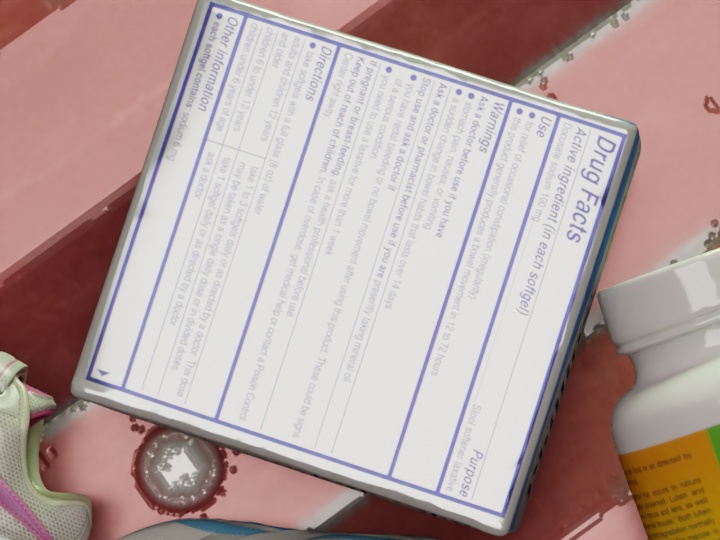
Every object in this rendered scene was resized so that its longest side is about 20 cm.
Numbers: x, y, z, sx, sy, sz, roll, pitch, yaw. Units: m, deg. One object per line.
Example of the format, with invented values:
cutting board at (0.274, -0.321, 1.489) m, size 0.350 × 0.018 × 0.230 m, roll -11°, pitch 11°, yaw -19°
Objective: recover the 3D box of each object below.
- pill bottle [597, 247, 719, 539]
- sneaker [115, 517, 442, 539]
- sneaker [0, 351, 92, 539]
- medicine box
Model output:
pill bottle at (0.172, 0.090, 1.205) m, size 0.111 × 0.111 × 0.200 m, roll -20°, pitch 87°, yaw 1°
sneaker at (-0.043, 0.144, 1.233) m, size 0.200 × 0.081 × 0.077 m, roll -5°, pitch 86°, yaw 4°
sneaker at (-0.184, 0.060, 1.254) m, size 0.088 × 0.081 × 0.200 m, roll -31°, pitch 92°, yaw -1°
medicine box at (0.000, 0.000, 1.232) m, size 0.200 × 0.103 × 0.182 m, roll 18°, pitch 86°, yaw 4°
